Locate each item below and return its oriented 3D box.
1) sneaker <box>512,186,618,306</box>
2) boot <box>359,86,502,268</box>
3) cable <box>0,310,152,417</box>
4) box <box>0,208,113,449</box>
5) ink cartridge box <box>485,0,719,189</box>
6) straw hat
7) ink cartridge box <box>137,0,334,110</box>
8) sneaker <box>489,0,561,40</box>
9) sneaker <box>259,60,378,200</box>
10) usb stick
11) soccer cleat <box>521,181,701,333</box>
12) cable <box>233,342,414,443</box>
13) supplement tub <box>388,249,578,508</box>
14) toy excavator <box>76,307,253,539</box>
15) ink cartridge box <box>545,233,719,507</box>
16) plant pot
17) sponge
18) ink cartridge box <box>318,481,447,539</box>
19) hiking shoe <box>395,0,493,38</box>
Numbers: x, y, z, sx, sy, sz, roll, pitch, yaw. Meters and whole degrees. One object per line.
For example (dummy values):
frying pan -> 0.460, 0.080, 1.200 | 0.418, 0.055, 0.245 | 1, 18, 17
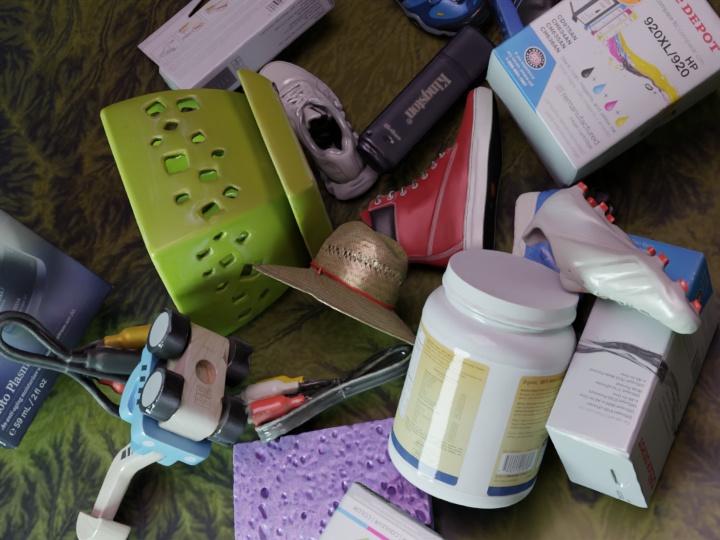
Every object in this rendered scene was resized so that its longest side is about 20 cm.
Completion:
sneaker -> 0.207, 0.007, 1.506 | 0.110, 0.077, 0.202 | -8, 56, 24
boot -> 0.072, -0.098, 1.608 | 0.142, 0.072, 0.202 | 1, 68, 20
cable -> -0.282, 0.093, 1.569 | 0.198, 0.050, 0.098 | 10, 100, -18
box -> -0.398, 0.047, 1.592 | 0.123, 0.198, 0.201 | -4, 54, 62
ink cartridge box -> 0.248, -0.201, 1.534 | 0.199, 0.145, 0.148 | -35, 84, -2
straw hat -> 0.000, 0.000, 1.501 | 0.200, 0.201, 0.086 | 25, 91, 26
ink cartridge box -> -0.147, -0.280, 1.780 | 0.200, 0.044, 0.174 | -40, 34, -5
sneaker -> 0.180, -0.307, 1.681 | 0.077, 0.070, 0.202 | -15, 65, 0
sneaker -> -0.052, -0.168, 1.674 | 0.075, 0.081, 0.200 | -38, 58, -2
usb stick -> 0.073, -0.182, 1.642 | 0.055, 0.033, 0.200 | 45, 69, -7
soccer cleat -> 0.219, 0.002, 1.349 | 0.077, 0.069, 0.200 | -43, 48, 1
cable -> -0.038, 0.113, 1.531 | 0.198, 0.051, 0.097 | -24, 15, 10
supplement tub -> 0.114, 0.097, 1.406 | 0.143, 0.144, 0.202 | 26, 114, 26
toy excavator -> -0.204, 0.163, 1.532 | 0.199, 0.099, 0.196 | -34, 42, 45
ink cartridge box -> 0.251, 0.093, 1.411 | 0.083, 0.145, 0.202 | 16, 70, 25
plant pot -> -0.136, -0.075, 1.592 | 0.180, 0.201, 0.200 | -23, 59, -1
sponge -> -0.027, 0.210, 1.508 | 0.197, 0.030, 0.113 | -10, 63, 11
ink cartridge box -> -0.010, 0.309, 1.419 | 0.103, 0.059, 0.201 | 29, 84, 21
hiking shoe -> 0.060, -0.326, 1.711 | 0.199, 0.087, 0.075 | 35, 79, 28
